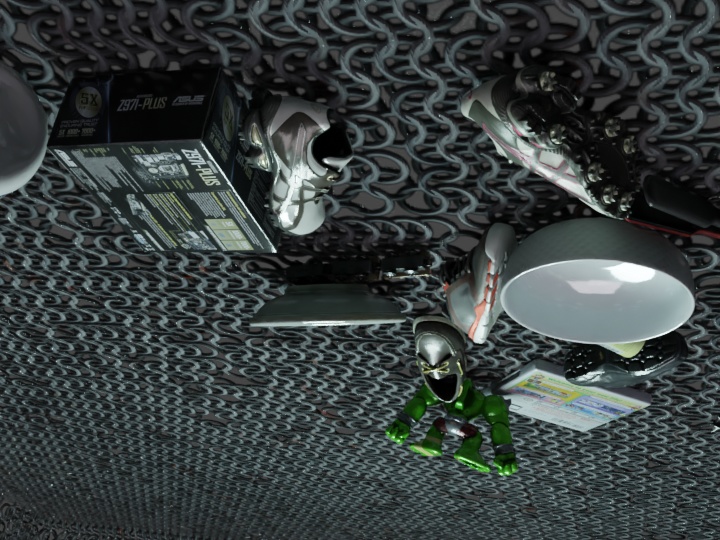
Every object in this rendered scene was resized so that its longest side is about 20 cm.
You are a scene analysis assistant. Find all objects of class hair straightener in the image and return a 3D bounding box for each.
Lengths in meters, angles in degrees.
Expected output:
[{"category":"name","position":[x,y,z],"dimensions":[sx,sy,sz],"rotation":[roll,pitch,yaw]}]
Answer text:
[{"category":"hair straightener","position":[0.355,-0.051,0.848],"dimensions":[0.200,0.041,0.077],"rotation":[18,152,-15]}]

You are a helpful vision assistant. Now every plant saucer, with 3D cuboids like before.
[{"category":"plant saucer","position":[-0.042,0.045,1.112],"dimensions":[0.199,0.050,0.200],"rotation":[-2,175,0]}]

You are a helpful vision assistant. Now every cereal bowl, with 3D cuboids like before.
[{"category":"cereal bowl","position":[0.252,0.002,0.939],"dimensions":[0.199,0.084,0.200],"rotation":[7,153,4]}]

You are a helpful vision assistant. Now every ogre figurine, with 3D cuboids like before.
[{"category":"ogre figurine","position":[0.153,0.235,1.350],"dimensions":[0.200,0.120,0.098],"rotation":[7,156,33]}]

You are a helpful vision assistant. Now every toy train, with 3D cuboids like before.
[{"category":"toy train","position":[0.000,0.000,1.071],"dimensions":[0.200,0.034,0.046],"rotation":[-5,162,28]}]

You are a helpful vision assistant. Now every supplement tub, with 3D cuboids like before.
[{"category":"supplement tub","position":[-0.418,-0.119,0.861],"dimensions":[0.200,0.145,0.144],"rotation":[-16,143,41]}]

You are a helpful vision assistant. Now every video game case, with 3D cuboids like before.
[{"category":"video game case","position":[0.314,0.197,1.361],"dimensions":[0.200,0.022,0.182],"rotation":[18,152,-14]}]

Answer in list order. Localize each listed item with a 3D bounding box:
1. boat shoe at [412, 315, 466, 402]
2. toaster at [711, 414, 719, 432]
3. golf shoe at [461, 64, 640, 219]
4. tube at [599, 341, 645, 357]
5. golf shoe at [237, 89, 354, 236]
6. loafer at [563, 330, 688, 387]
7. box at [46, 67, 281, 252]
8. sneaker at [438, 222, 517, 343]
[{"category":"boat shoe","position":[0.116,0.128,1.249],"dimensions":[0.072,0.061,0.201],"rotation":[1,152,18]},{"category":"toaster","position":[0.505,0.132,0.979],"dimensions":[0.180,0.119,0.201],"rotation":[4,113,14]},{"category":"golf shoe","position":[0.177,-0.113,0.777],"dimensions":[0.200,0.077,0.088],"rotation":[34,164,-35]},{"category":"tube","position":[0.256,0.045,1.067],"dimensions":[0.200,0.052,0.058],"rotation":[24,108,-13]},{"category":"golf shoe","position":[-0.049,-0.094,0.862],"dimensions":[0.094,0.078,0.200],"rotation":[3,153,13]},{"category":"loafer","position":[0.353,0.116,1.148],"dimensions":[0.070,0.068,0.200],"rotation":[14,159,-25]},{"category":"box","position":[-0.182,-0.103,0.878],"dimensions":[0.163,0.086,0.200],"rotation":[0,152,18]},{"category":"sneaker","position":[0.126,0.013,1.016],"dimensions":[0.082,0.077,0.200],"rotation":[26,145,16]}]
